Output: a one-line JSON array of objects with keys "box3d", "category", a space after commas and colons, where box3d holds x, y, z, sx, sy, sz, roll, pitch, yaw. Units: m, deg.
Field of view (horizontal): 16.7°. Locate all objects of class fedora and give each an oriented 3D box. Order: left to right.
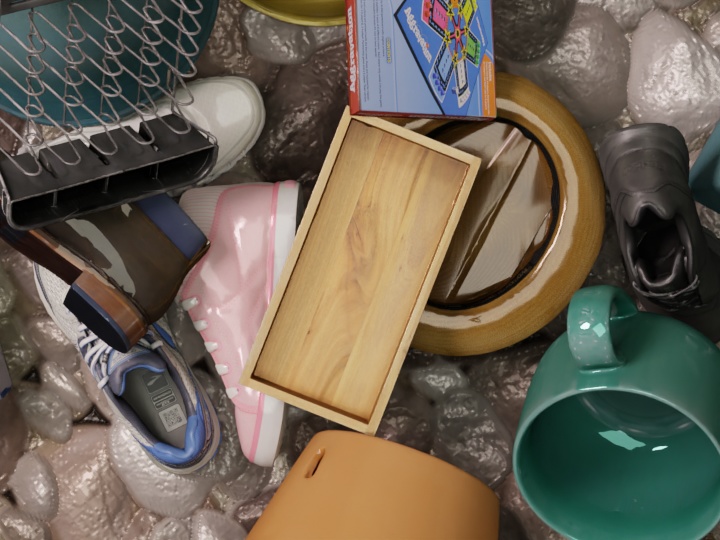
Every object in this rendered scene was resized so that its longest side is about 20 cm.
[{"box3d": [0.074, -0.041, 1.711, 0.200, 0.082, 0.201, 0, 94, 0], "category": "fedora"}]

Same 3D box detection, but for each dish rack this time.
[{"box3d": [-0.163, -0.131, 1.549, 0.153, 0.055, 0.200, -18, 137, -28], "category": "dish rack"}]

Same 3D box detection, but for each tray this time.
[{"box3d": [0.000, 0.000, 1.654, 0.098, 0.037, 0.200, 21, 92, 0], "category": "tray"}]

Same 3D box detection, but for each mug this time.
[{"box3d": [0.192, 0.092, 1.675, 0.152, 0.114, 0.185, 22, 130, 1], "category": "mug"}]

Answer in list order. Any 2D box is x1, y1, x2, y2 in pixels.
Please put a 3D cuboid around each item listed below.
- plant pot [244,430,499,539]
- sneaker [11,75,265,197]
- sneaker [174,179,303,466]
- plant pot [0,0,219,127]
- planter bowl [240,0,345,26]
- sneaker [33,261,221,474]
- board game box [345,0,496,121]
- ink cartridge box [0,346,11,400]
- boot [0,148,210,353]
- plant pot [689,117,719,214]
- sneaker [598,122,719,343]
[{"box3d": [0.010, 0.198, 1.670, 0.200, 0.200, 0.140, 21, 75, -2], "category": "plant pot"}, {"box3d": [-0.159, -0.081, 1.708, 0.200, 0.081, 0.075, -23, 90, -2], "category": "sneaker"}, {"box3d": [-0.096, 0.035, 1.715, 0.104, 0.075, 0.201, 3, 88, 1], "category": "sneaker"}, {"box3d": [-0.205, -0.219, 1.621, 0.200, 0.188, 0.200, -2, 74, 6], "category": "plant pot"}, {"box3d": [-0.028, -0.273, 1.703, 0.200, 0.083, 0.201, 0, 91, -1], "category": "planter bowl"}, {"box3d": [-0.161, 0.052, 1.707, 0.077, 0.085, 0.200, -35, 91, 0], "category": "sneaker"}, {"box3d": [0.038, -0.201, 1.649, 0.103, 0.019, 0.200, 1, 81, -22], "category": "board game box"}, {"box3d": [-0.358, 0.050, 1.710, 0.200, 0.076, 0.137, -16, 92, 1], "category": "ink cartridge box"}, {"box3d": [-0.194, -0.048, 1.651, 0.097, 0.075, 0.200, -44, 96, -20], "category": "boot"}, {"box3d": [0.326, -0.082, 1.656, 0.141, 0.200, 0.142, 29, 90, -2], "category": "plant pot"}, {"box3d": [0.209, -0.006, 1.675, 0.076, 0.091, 0.200, -16, 134, 16], "category": "sneaker"}]
